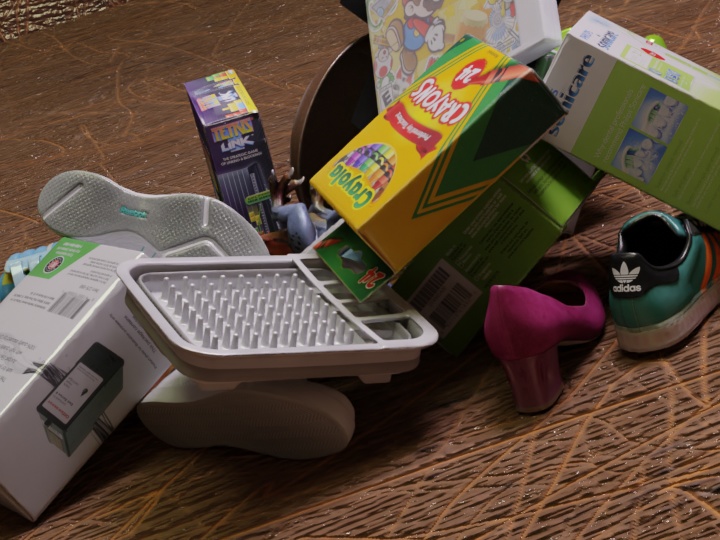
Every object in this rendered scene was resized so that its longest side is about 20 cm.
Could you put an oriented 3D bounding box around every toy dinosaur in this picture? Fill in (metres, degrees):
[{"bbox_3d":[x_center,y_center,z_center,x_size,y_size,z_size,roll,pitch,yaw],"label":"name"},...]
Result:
[{"bbox_3d":[-0.010,-0.011,1.476,0.105,0.200,0.182,12,40,-41],"label":"toy dinosaur"}]

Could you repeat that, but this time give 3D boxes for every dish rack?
[{"bbox_3d":[-0.063,0.038,1.217,0.199,0.044,0.172,-1,23,-27],"label":"dish rack"}]

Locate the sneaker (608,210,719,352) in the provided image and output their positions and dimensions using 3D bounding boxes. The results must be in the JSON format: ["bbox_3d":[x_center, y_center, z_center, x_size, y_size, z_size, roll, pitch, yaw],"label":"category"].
[{"bbox_3d":[0.239,-0.016,1.289,0.071,0.080,0.200,-3,22,31],"label":"sneaker"}]

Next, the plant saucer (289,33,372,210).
[{"bbox_3d":[-0.007,-0.128,1.606,0.037,0.201,0.200,20,37,32],"label":"plant saucer"}]

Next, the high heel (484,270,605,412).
[{"bbox_3d":[0.135,0.017,1.258,0.067,0.097,0.200,-10,21,16],"label":"high heel"}]

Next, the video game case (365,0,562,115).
[{"bbox_3d":[0.075,-0.228,1.387,0.023,0.183,0.200,7,-22,-38],"label":"video game case"}]

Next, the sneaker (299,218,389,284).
[{"bbox_3d":[0.000,0.000,1.358,0.200,0.082,0.074,-40,4,3],"label":"sneaker"}]

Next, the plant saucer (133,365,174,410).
[{"bbox_3d":[-0.165,0.039,1.426,0.199,0.038,0.201,-11,46,11],"label":"plant saucer"}]

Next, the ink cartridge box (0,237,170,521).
[{"bbox_3d":[-0.238,0.078,1.309,0.200,0.084,0.146,-50,31,-20],"label":"ink cartridge box"}]

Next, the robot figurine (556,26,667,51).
[{"bbox_3d":[0.222,-0.173,1.678,0.175,0.116,0.200,-25,18,11],"label":"robot figurine"}]

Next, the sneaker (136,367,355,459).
[{"bbox_3d":[-0.065,0.074,1.264,0.199,0.074,0.116,1,42,41],"label":"sneaker"}]

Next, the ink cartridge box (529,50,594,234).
[{"bbox_3d":[0.139,-0.134,1.554,0.087,0.146,0.200,13,11,-24],"label":"ink cartridge box"}]

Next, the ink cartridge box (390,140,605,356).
[{"bbox_3d":[0.118,-0.042,1.359,0.148,0.076,0.200,-52,-2,32],"label":"ink cartridge box"}]

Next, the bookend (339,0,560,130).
[{"bbox_3d":[0.055,-0.196,1.506,0.092,0.201,0.199,9,21,-36],"label":"bookend"}]

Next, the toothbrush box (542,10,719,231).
[{"bbox_3d":[0.237,-0.111,1.317,0.199,0.086,0.146,27,20,7],"label":"toothbrush box"}]

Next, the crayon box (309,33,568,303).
[{"bbox_3d":[0.042,-0.078,1.254,0.200,0.051,0.127,-44,27,-1],"label":"crayon box"}]

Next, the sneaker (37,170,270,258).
[{"bbox_3d":[-0.161,-0.027,1.405,0.199,0.080,0.071,18,73,14],"label":"sneaker"}]

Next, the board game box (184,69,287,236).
[{"bbox_3d":[-0.114,-0.089,1.639,0.056,0.166,0.200,-17,19,-5],"label":"board game box"}]

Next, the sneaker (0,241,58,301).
[{"bbox_3d":[-0.270,0.014,1.616,0.130,0.080,0.200,-19,10,-16],"label":"sneaker"}]
